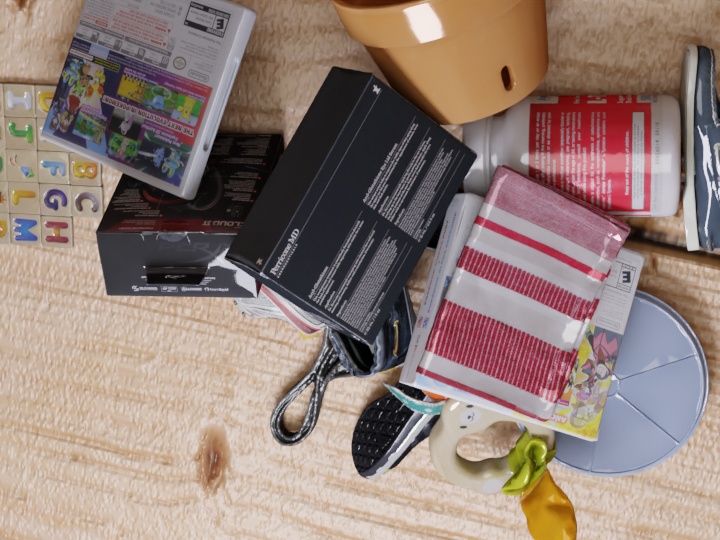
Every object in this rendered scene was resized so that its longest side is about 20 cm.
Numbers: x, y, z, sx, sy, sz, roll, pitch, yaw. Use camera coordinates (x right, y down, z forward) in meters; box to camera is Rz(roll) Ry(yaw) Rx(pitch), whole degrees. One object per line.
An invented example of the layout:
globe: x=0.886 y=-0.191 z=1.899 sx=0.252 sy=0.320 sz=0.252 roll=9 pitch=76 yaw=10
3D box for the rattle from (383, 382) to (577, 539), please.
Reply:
rattle: x=0.111 y=0.176 z=1.629 sx=0.129 sy=0.144 sz=0.200 roll=-17 pitch=138 yaw=26

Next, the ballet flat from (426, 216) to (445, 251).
ballet flat: x=0.081 y=-0.044 z=1.668 sx=0.198 sy=0.057 sz=0.067 roll=14 pitch=111 yaw=11

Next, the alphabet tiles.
alphabet tiles: x=-0.357 y=-0.107 z=1.746 sx=0.198 sy=0.006 sz=0.168 roll=3 pitch=107 yaw=8

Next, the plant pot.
plant pot: x=0.085 y=-0.226 z=1.558 sx=0.198 sy=0.201 sz=0.141 roll=-15 pitch=121 yaw=13

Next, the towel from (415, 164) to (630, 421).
towel: x=0.148 y=0.023 z=1.555 sx=0.143 sy=0.023 sz=0.202 roll=22 pitch=91 yaw=-20

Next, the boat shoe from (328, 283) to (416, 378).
boat shoe: x=0.000 y=0.000 z=1.638 sx=0.070 sy=0.091 sz=0.202 roll=-17 pitch=92 yaw=26

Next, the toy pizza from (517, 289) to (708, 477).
toy pizza: x=0.243 y=0.108 z=1.704 sx=0.198 sy=0.032 sz=0.202 roll=3 pitch=108 yaw=8

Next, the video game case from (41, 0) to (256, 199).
video game case: x=-0.202 y=-0.182 z=1.621 sx=0.199 sy=0.023 sz=0.184 roll=23 pitch=95 yaw=33

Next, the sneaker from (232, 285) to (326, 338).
sneaker: x=-0.115 y=0.007 z=1.706 sx=0.199 sy=0.078 sz=0.083 roll=25 pitch=121 yaw=9

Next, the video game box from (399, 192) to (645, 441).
video game box: x=0.152 y=0.045 z=1.603 sx=0.198 sy=0.047 sz=0.184 roll=18 pitch=83 yaw=-21

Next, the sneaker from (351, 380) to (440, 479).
sneaker: x=0.068 y=0.146 z=1.722 sx=0.082 sy=0.072 sz=0.200 roll=17 pitch=131 yaw=-32

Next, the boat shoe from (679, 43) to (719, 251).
boat shoe: x=0.329 y=-0.113 z=1.603 sx=0.061 sy=0.075 sz=0.202 roll=-2 pitch=108 yaw=11

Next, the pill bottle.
pill bottle: x=0.196 y=-0.106 z=1.606 sx=0.198 sy=0.112 sz=0.113 roll=0 pitch=107 yaw=8

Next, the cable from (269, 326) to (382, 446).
cable: x=-0.032 y=0.096 z=1.734 sx=0.200 sy=0.050 sz=0.097 roll=-41 pitch=95 yaw=16

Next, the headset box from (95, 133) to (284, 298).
headset box: x=-0.157 y=-0.048 z=1.626 sx=0.147 sy=0.201 sz=0.076 roll=0 pitch=124 yaw=8

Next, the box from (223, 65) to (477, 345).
box: x=-0.008 y=-0.058 z=1.539 sx=0.141 sy=0.079 sz=0.201 roll=34 pitch=82 yaw=-35
